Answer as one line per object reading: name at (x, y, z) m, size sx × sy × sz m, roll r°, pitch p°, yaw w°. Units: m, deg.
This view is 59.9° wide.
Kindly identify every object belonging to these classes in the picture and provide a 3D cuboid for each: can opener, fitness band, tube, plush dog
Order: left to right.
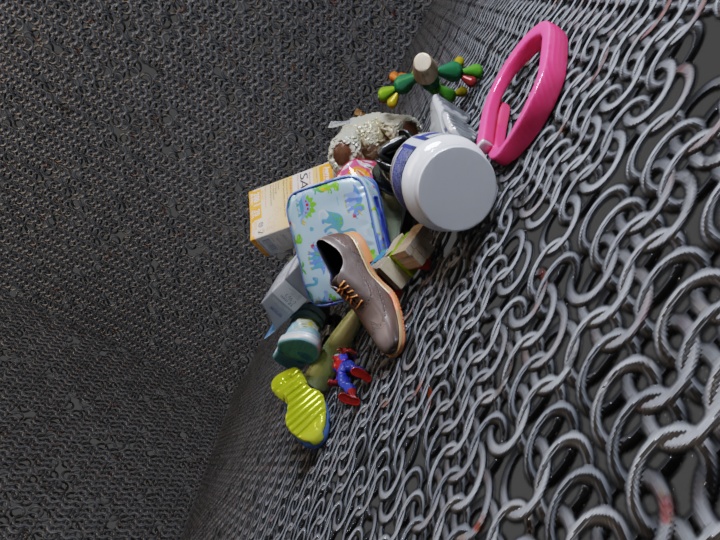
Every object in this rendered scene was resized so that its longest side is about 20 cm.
can opener at (-0.083, 0.151, 1.273) m, size 0.054 × 0.066 × 0.202 m, roll -56°, pitch 12°, yaw 39°
tube at (-0.033, 0.125, 1.139) m, size 0.203 × 0.051 × 0.058 m, roll -59°, pitch 37°, yaw 12°
plush dog at (0.027, -0.224, 1.269) m, size 0.161 × 0.196 × 0.175 m, roll -120°, pitch 13°, yaw -57°
fitness band at (0.200, -0.222, 0.776) m, size 0.144 × 0.037 × 0.203 m, roll -53°, pitch 16°, yaw 49°

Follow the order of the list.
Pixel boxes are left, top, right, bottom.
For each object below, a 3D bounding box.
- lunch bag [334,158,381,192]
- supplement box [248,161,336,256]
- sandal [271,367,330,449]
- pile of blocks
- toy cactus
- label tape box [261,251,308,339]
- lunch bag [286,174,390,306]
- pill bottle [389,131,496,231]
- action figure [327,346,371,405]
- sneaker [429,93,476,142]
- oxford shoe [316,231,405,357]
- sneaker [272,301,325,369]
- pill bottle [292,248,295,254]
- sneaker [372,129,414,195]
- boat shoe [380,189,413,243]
lunch bag at (0.004, -0.117, 1.174) m, size 0.198 × 0.082 × 0.178 m, roll -10°, pitch -39°, yaw -55°
supplement box at (-0.128, -0.125, 1.278) m, size 0.196 × 0.074 × 0.129 m, roll -18°, pitch 57°, yaw 14°
sandal at (-0.092, 0.246, 1.081) m, size 0.078 × 0.088 × 0.200 m, roll -29°, pitch 25°, yaw -6°
pile of blocks at (0.053, 0.002, 0.930) m, size 0.199 × 0.062 × 0.083 m, roll -37°, pitch 14°, yaw 44°
toy cactus at (0.117, -0.333, 1.107) m, size 0.165 × 0.195 × 0.105 m, roll 3°, pitch -92°, yaw -76°
label tape box at (-0.131, 0.023, 1.226) m, size 0.199 × 0.066 × 0.144 m, roll -41°, pitch 15°, yaw 32°
lunch bag at (-0.027, -0.049, 1.032) m, size 0.157 × 0.205 × 0.082 m, roll -14°, pitch 2°, yaw 20°
pill bottle at (0.102, -0.114, 0.793) m, size 0.118 × 0.114 × 0.200 m, roll -62°, pitch 9°, yaw 11°
action figure at (-0.024, 0.160, 0.998) m, size 0.200 × 0.051 × 0.067 m, roll -164°, pitch 96°, yaw -83°
sneaker at (0.135, -0.229, 1.031) m, size 0.083 × 0.074 × 0.201 m, roll -57°, pitch 12°, yaw 27°
oxford shoe at (-0.004, 0.034, 0.865) m, size 0.072 × 0.072 × 0.202 m, roll -53°, pitch 54°, yaw 37°
sneaker at (-0.103, 0.107, 1.178) m, size 0.133 × 0.078 × 0.200 m, roll -65°, pitch 12°, yaw -25°
pill bottle at (-0.081, -0.061, 1.387) m, size 0.116 × 0.197 × 0.114 m, roll -63°, pitch 4°, yaw 8°
sneaker at (0.058, -0.170, 0.975) m, size 0.076 × 0.114 × 0.199 m, roll -45°, pitch 28°, yaw -4°
boat shoe at (0.055, -0.058, 1.088) m, size 0.060 × 0.071 × 0.206 m, roll 7°, pitch -79°, yaw -55°
